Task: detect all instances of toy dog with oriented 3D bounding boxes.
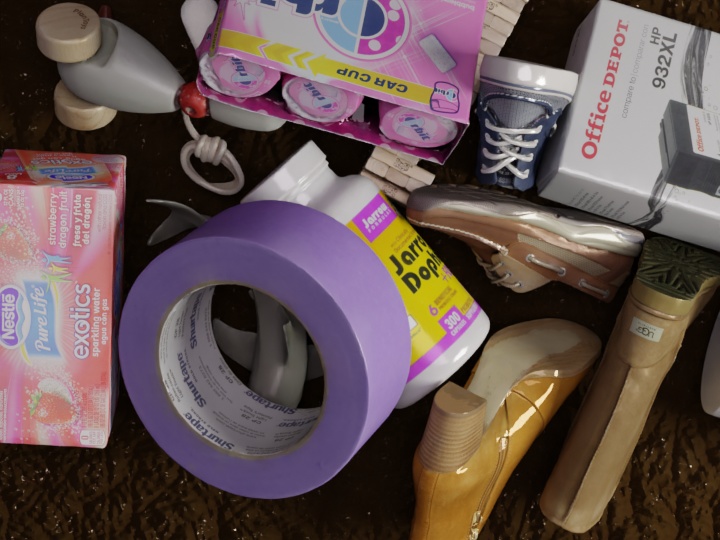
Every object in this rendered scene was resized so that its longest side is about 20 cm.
[{"bbox_3d":[-0.149,-0.157,1.397,0.199,0.132,0.097,24,50,-7],"label":"toy dog"}]

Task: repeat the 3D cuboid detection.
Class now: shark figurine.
[{"bbox_3d":[-0.077,0.029,1.404,0.127,0.089,0.216,-21,93,-4],"label":"shark figurine"}]

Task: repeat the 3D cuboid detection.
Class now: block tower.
[{"bbox_3d":[0.066,-0.147,1.427,0.057,0.054,0.201,26,89,-4],"label":"block tower"}]

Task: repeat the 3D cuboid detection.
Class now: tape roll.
[{"bbox_3d":[-0.069,0.057,1.323,0.198,0.085,0.202,10,114,22],"label":"tape roll"}]

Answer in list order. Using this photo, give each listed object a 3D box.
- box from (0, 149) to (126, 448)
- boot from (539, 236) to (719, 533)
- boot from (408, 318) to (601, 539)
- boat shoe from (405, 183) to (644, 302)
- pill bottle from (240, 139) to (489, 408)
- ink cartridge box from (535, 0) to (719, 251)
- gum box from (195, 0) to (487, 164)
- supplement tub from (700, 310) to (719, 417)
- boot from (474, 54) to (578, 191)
[{"bbox_3d":[-0.226,0.020,1.360,0.094,0.103,0.202,3,108,-4],"label":"box"},{"bbox_3d":[0.207,0.083,1.417,0.066,0.175,0.201,26,112,18],"label":"boot"},{"bbox_3d":[0.106,0.130,1.420,0.071,0.201,0.145,30,128,31],"label":"boot"},{"bbox_3d":[0.125,-0.017,1.405,0.198,0.076,0.072,13,100,-20],"label":"boat shoe"},{"bbox_3d":[0.000,0.000,1.394,0.104,0.104,0.200,-41,95,-2],"label":"pill bottle"},{"bbox_3d":[0.251,-0.106,1.412,0.198,0.084,0.146,16,78,-3],"label":"ink cartridge box"},{"bbox_3d":[-0.016,-0.166,1.332,0.198,0.066,0.114,15,62,-8],"label":"gum box"},{"bbox_3d":[0.376,0.081,1.401,0.198,0.145,0.146,18,89,-3],"label":"supplement tub"},{"bbox_3d":[0.118,-0.105,1.358,0.072,0.200,0.091,12,92,8],"label":"boot"}]
